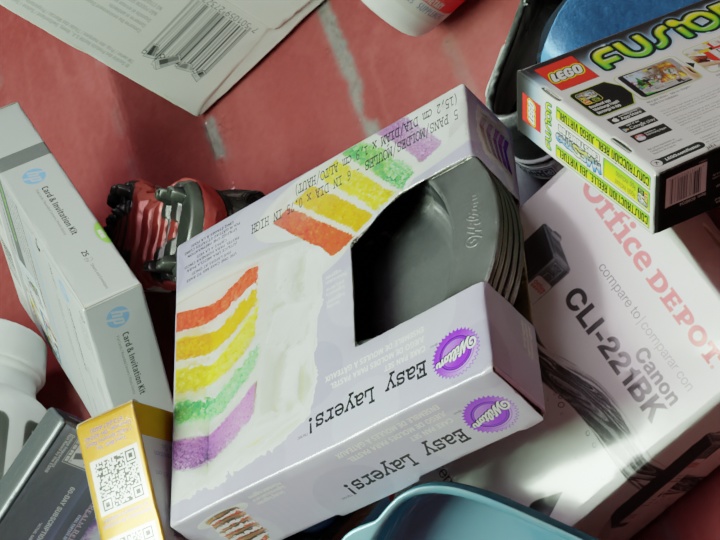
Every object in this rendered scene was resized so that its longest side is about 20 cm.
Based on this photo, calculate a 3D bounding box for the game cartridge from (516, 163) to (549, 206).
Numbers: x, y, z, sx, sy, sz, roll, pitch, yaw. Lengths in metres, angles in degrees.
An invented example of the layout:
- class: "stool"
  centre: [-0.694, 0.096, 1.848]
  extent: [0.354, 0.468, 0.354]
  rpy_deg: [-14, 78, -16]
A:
- class: "game cartridge"
  centre: [0.032, 0.025, 1.185]
  extent: [0.199, 0.040, 0.134]
  rpy_deg: [-36, 54, 23]

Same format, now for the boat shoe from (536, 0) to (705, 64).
- class: "boat shoe"
  centre: [0.164, -0.157, 1.101]
  extent: [0.199, 0.069, 0.085]
  rpy_deg: [-30, 81, -15]

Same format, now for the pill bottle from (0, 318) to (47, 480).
- class: "pill bottle"
  centre: [-0.249, 0.137, 1.320]
  extent: [0.115, 0.116, 0.202]
  rpy_deg: [-17, 59, 35]

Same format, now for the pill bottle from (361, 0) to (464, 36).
- class: "pill bottle"
  centre: [0.069, -0.240, 1.225]
  extent: [0.200, 0.112, 0.113]
  rpy_deg: [-41, 48, 19]

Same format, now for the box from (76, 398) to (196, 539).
- class: "box"
  centre: [-0.073, 0.171, 1.041]
  extent: [0.041, 0.119, 0.202]
  rpy_deg: [-22, 68, 21]

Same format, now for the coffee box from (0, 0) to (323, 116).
- class: "coffee box"
  centre: [-0.127, -0.261, 1.346]
  extent: [0.200, 0.199, 0.199]
  rpy_deg: [-41, 48, 19]

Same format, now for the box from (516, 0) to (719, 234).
- class: "box"
  centre: [0.186, -0.090, 1.016]
  extent: [0.199, 0.035, 0.110]
  rpy_deg: [-22, 40, -23]

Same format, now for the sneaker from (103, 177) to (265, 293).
- class: "sneaker"
  centre: [-0.100, -0.016, 1.298]
  extent: [0.200, 0.097, 0.072]
  rpy_deg: [3, 83, 66]

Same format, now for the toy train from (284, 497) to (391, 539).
- class: "toy train"
  centre: [-0.027, 0.184, 1.128]
  extent: [0.200, 0.087, 0.114]
  rpy_deg: [-48, 55, 10]

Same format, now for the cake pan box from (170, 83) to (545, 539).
- class: "cake pan box"
  centre: [-0.003, 0.025, 1.030]
  extent: [0.199, 0.052, 0.185]
  rpy_deg: [-27, 45, 26]

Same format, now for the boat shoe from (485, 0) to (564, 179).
- class: "boat shoe"
  centre: [0.119, -0.151, 1.156]
  extent: [0.073, 0.068, 0.200]
  rpy_deg: [14, 69, 42]

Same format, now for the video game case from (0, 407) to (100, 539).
- class: "video game case"
  centre: [-0.132, 0.164, 1.143]
  extent: [0.143, 0.199, 0.019]
  rpy_deg: [-56, 45, 5]

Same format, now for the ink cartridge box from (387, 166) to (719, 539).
- class: "ink cartridge box"
  centre: [0.102, 0.055, 1.051]
  extent: [0.200, 0.084, 0.145]
  rpy_deg: [-42, 64, 17]

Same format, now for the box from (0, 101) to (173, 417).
- class: "box"
  centre: [-0.173, 0.014, 1.292]
  extent: [0.041, 0.157, 0.200]
  rpy_deg: [-23, 44, -15]

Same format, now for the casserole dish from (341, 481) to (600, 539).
- class: "casserole dish"
  centre: [0.079, 0.169, 0.995]
  extent: [0.039, 0.199, 0.122]
  rpy_deg: [-68, 1, -72]
